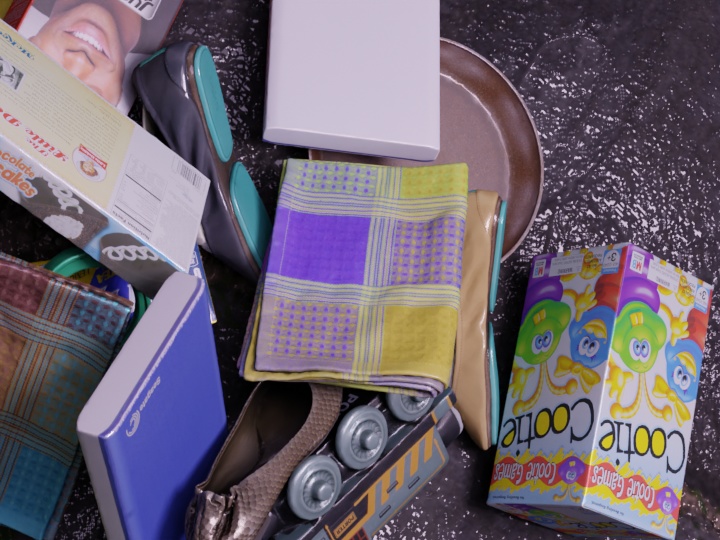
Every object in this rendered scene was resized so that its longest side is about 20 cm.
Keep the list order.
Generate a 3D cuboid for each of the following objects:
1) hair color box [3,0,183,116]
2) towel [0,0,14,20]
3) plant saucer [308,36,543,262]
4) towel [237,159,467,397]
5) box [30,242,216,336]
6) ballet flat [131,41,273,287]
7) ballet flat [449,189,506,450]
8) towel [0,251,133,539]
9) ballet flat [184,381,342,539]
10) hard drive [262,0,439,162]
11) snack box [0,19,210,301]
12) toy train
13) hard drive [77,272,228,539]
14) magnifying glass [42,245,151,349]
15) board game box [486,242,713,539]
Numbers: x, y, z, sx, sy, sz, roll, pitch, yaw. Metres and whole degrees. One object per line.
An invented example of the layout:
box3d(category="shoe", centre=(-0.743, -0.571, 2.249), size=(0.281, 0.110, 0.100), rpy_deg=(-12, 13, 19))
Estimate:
box3d(category="hair color box", centre=(-0.202, -0.163, 1.106), size=(0.101, 0.061, 0.200), rpy_deg=(31, 70, -27))
box3d(category="towel", centre=(-0.268, -0.269, 1.137), size=(0.144, 0.023, 0.200), rpy_deg=(40, 67, -8))
box3d(category="plant saucer", centre=(0.049, -0.086, 1.216), size=(0.200, 0.032, 0.201), rpy_deg=(5, 77, -20))
box3d(category="towel", centre=(0.000, 0.000, 1.084), size=(0.143, 0.023, 0.200), rpy_deg=(5, 54, 8))
box3d(category="box", centre=(-0.207, 0.029, 1.072), size=(0.200, 0.064, 0.070), rpy_deg=(-12, 83, -23))
box3d(category="ballet flat", centre=(-0.115, -0.070, 1.119), size=(0.073, 0.073, 0.200), rpy_deg=(-32, 121, -24))
box3d(category="ballet flat", centre=(0.076, 0.037, 1.172), size=(0.063, 0.069, 0.200), rpy_deg=(2, 100, 6))
box3d(category="towel", centre=(-0.239, 0.078, 0.989), size=(0.146, 0.200, 0.022), rpy_deg=(20, 28, -7))
box3d(category="ballet flat", centre=(-0.066, 0.113, 1.035), size=(0.200, 0.067, 0.046), rpy_deg=(-59, 136, -45))
box3d(category="hard drive", centre=(-0.005, -0.182, 1.188), size=(0.132, 0.025, 0.200), rpy_deg=(6, 64, -10))
box3d(category="snack box", centre=(-0.191, -0.077, 1.008), size=(0.200, 0.037, 0.116), rpy_deg=(38, 29, -20))
box3d(category="toy train", centre=(-0.005, 0.138, 1.113), size=(0.200, 0.085, 0.114), rpy_deg=(-42, 125, -28))
box3d(category="hard drive", centre=(-0.127, 0.117, 1.004), size=(0.025, 0.200, 0.132), rpy_deg=(15, 49, 16))
box3d(category="magnifying glass", centre=(-0.167, 0.075, 1.048), size=(0.079, 0.022, 0.200), rpy_deg=(-23, 117, -18))
box3d(category="board game box", centre=(0.182, 0.094, 1.175), size=(0.103, 0.105, 0.200), rpy_deg=(24, 70, -34))
